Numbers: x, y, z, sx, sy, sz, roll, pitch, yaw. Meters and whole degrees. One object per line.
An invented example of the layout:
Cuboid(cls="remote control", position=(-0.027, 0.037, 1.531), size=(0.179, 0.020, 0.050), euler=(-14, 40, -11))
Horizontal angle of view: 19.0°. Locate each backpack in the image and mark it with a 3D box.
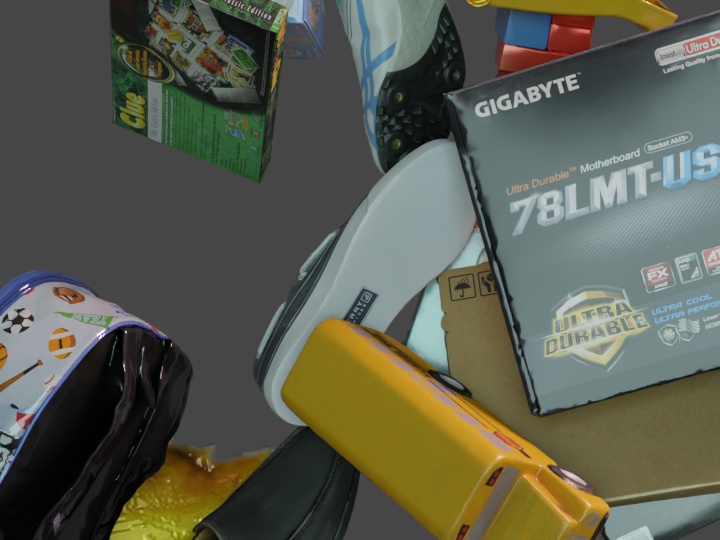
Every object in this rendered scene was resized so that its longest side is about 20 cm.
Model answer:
Cuboid(cls="backpack", position=(-0.196, 0.098, 1.281), size=(0.154, 0.200, 0.191), euler=(36, 86, 19))

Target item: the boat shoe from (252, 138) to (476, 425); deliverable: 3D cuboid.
Cuboid(cls="boat shoe", position=(0.000, 0.000, 1.323), size=(0.072, 0.068, 0.201), euler=(27, 99, -30))

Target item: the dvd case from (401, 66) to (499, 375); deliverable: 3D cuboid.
Cuboid(cls="dvd case", position=(0.123, -0.013, 1.341), size=(0.145, 0.022, 0.201), euler=(20, 88, 3))

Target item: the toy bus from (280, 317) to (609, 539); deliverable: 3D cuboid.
Cuboid(cls="toy bus", position=(0.047, 0.105, 1.232), size=(0.200, 0.078, 0.065), euler=(38, 102, 39))

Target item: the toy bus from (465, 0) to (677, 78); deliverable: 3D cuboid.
Cuboid(cls="toy bus", position=(0.146, -0.196, 1.299), size=(0.199, 0.136, 0.193), euler=(4, 104, -4))

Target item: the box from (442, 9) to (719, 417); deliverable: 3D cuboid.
Cuboid(cls="box", position=(0.169, -0.035, 1.250), size=(0.199, 0.050, 0.200), euler=(-15, 85, 6))

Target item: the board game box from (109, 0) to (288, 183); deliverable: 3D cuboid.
Cuboid(cls="board game box", position=(-0.098, -0.119, 1.270), size=(0.104, 0.200, 0.024), euler=(21, 67, 2))

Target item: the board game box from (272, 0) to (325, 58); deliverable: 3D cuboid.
Cuboid(cls="board game box", position=(-0.042, -0.237, 1.292), size=(0.036, 0.151, 0.201), euler=(-1, 88, 3))

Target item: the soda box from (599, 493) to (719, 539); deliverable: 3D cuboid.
Cuboid(cls="soda box", position=(0.231, 0.108, 1.306), size=(0.199, 0.071, 0.064), euler=(-24, 86, 1))

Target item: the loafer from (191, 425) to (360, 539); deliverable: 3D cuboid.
Cuboid(cls="loafer", position=(-0.070, 0.170, 1.302), size=(0.073, 0.072, 0.201), euler=(22, 74, 40))

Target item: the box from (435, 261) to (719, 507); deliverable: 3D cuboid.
Cuboid(cls="box", position=(0.152, 0.061, 1.282), size=(0.199, 0.021, 0.164), euler=(-10, 68, 8))

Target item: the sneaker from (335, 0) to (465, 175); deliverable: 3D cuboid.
Cuboid(cls="sneaker", position=(0.018, -0.156, 1.337), size=(0.072, 0.072, 0.201), euler=(-11, 100, -32))
